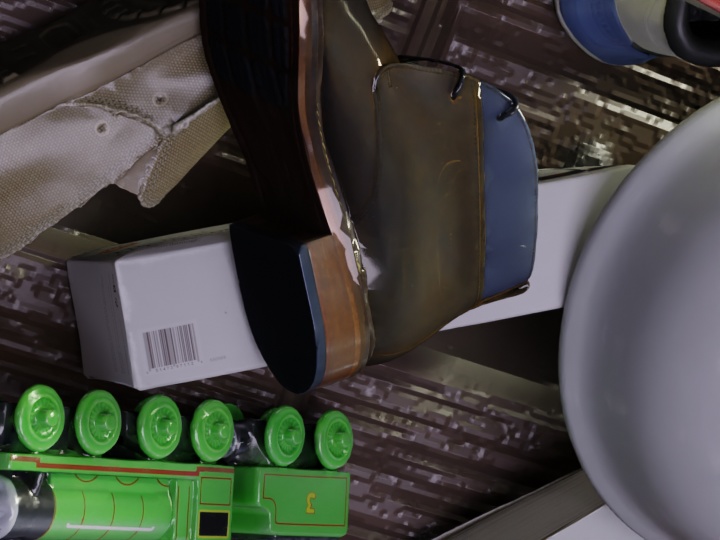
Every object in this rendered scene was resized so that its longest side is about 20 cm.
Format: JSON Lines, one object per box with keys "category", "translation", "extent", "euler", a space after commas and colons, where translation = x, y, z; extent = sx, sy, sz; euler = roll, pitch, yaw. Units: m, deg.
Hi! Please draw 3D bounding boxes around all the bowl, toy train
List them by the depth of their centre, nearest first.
{"category": "toy train", "translation": [-0.071, 0.072, 1.029], "extent": [0.200, 0.042, 0.057], "euler": [8, 84, -52]}
{"category": "bowl", "translation": [0.178, 0.034, 1.031], "extent": [0.201, 0.090, 0.201], "euler": [-7, 112, -17]}

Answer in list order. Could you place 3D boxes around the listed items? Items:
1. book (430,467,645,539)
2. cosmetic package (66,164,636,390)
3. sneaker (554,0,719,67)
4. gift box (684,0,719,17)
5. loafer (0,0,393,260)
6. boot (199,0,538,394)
{"category": "book", "translation": [0.094, 0.182, 1.155], "extent": [0.133, 0.048, 0.200], "euler": [-28, 116, 3]}
{"category": "cosmetic package", "translation": [0.000, 0.000, 1.054], "extent": [0.200, 0.083, 0.051], "euler": [-11, 92, -18]}
{"category": "sneaker", "translation": [0.179, -0.128, 1.068], "extent": [0.199, 0.115, 0.081], "euler": [-33, 116, -8]}
{"category": "gift box", "translation": [0.074, -0.188, 0.976], "extent": [0.200, 0.187, 0.185], "euler": [29, 93, -45]}
{"category": "loafer", "translation": [-0.074, -0.065, 1.019], "extent": [0.200, 0.076, 0.068], "euler": [-23, 116, -4]}
{"category": "boot", "translation": [0.005, -0.065, 0.971], "extent": [0.097, 0.075, 0.200], "euler": [-15, 115, -27]}
